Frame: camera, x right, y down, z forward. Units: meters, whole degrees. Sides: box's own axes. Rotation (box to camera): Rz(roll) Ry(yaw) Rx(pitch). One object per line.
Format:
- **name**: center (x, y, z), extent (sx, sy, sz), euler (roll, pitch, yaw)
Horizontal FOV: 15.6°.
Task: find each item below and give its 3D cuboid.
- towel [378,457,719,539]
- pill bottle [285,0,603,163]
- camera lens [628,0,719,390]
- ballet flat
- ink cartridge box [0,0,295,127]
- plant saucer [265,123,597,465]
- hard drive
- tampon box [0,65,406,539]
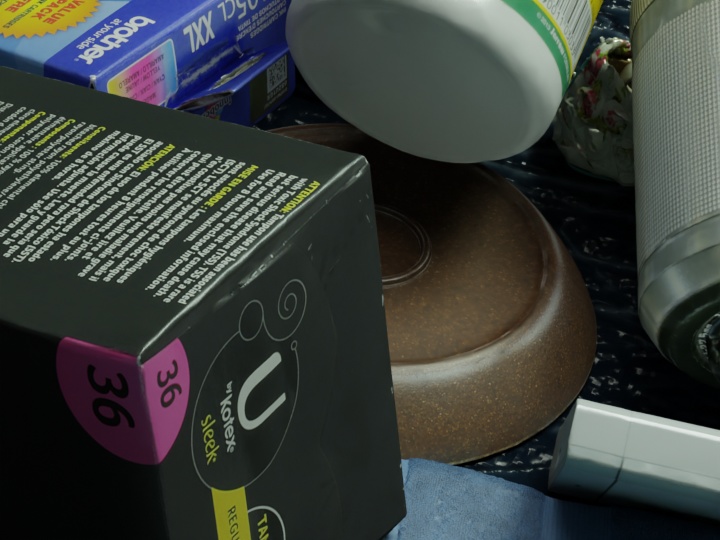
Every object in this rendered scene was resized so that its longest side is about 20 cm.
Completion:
- **towel**: center (0.078, 0.125, 0.913), extent (0.199, 0.049, 0.112), euler (11, 38, 3)
- **pill bottle**: center (0.056, -0.152, 1.054), extent (0.112, 0.113, 0.200), euler (19, 62, 11)
- **camera lens**: center (0.186, -0.056, 1.027), extent (0.159, 0.160, 0.201), euler (4, 67, -8)
- **ballet flat**: center (0.183, -0.057, 1.146), extent (0.199, 0.064, 0.076), euler (10, 38, -2)
- **ink cartridge box**: center (-0.119, -0.092, 1.085), extent (0.200, 0.077, 0.136), euler (20, 39, 27)
- **plant saucer**: center (0.000, 0.000, 1.061), extent (0.200, 0.035, 0.201), euler (6, 40, -5)
- **hard drive**: center (0.168, 0.085, 0.933), extent (0.199, 0.132, 0.027), euler (12, 82, 3)
- **tampon box**: center (-0.104, 0.032, 0.870), extent (0.200, 0.150, 0.126), euler (15, 39, 31)
